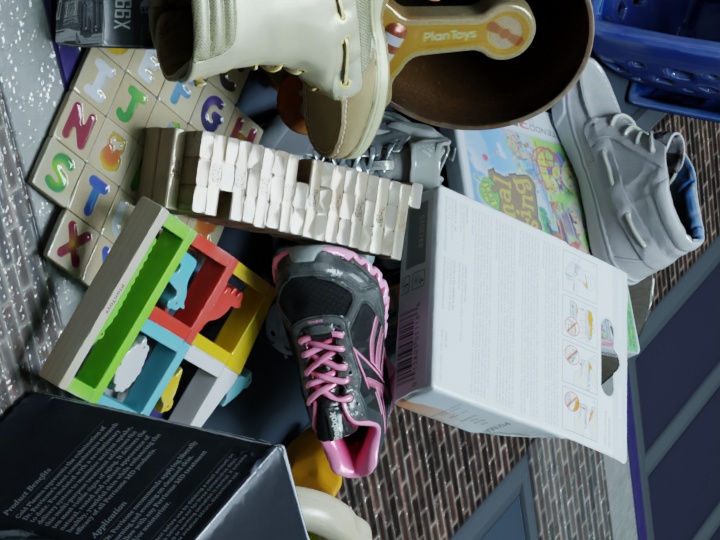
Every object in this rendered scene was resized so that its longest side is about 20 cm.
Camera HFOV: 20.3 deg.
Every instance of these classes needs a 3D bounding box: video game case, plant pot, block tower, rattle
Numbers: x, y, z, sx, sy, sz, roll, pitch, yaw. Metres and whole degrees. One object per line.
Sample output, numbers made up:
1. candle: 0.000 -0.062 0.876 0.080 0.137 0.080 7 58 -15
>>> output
1. video game case: 0.141 -0.037 1.583 0.181 0.022 0.202 12 63 -42
2. plant pot: 0.339 -0.247 1.873 0.201 0.199 0.180 -69 152 -18
3. block tower: -0.051 -0.049 1.349 0.199 0.054 0.058 10 87 -38
4. rattle: -0.087 0.141 1.417 0.199 0.130 0.144 23 65 -30
5. plant pot: 0.088 -0.240 1.510 0.201 0.185 0.188 -78 155 -48

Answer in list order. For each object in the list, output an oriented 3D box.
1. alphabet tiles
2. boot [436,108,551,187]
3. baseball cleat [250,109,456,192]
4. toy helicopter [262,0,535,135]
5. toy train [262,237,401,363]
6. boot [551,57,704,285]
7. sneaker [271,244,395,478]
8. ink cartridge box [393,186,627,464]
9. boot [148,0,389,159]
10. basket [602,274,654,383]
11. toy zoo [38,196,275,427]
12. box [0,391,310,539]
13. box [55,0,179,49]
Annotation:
1. alphabet tiles: -0.136 -0.076 1.320 0.166 0.006 0.201 39 64 -44
2. boot: 0.098 -0.147 1.632 0.138 0.077 0.201 -38 127 -41
3. baseball cleat: -0.002 -0.083 1.457 0.199 0.106 0.070 -23 122 -51
4. toy helicopter: 0.025 -0.174 1.394 0.079 0.198 0.133 -112 -161 -57
5. toy train: 0.000 0.000 1.509 0.200 0.085 0.115 -23 125 -53
6. boot: 0.219 -0.095 1.605 0.073 0.095 0.202 1 69 -46
7. sneaker: -0.016 0.068 1.389 0.201 0.078 0.096 71 20 -45
8. ink cartridge box: 0.113 0.045 1.477 0.199 0.050 0.163 24 58 -36
9. boot: -0.057 -0.139 1.268 0.155 0.073 0.201 -22 140 -27
10. basket: 0.127 0.024 1.661 0.199 0.136 0.181 7 121 -51
11. toy zoo: -0.123 0.044 1.335 0.132 0.020 0.200 -60 150 -4
12. box: -0.135 0.200 1.234 0.124 0.195 0.201 -46 133 -40
13. box: -0.117 -0.240 1.273 0.157 0.050 0.202 -7 103 -49
